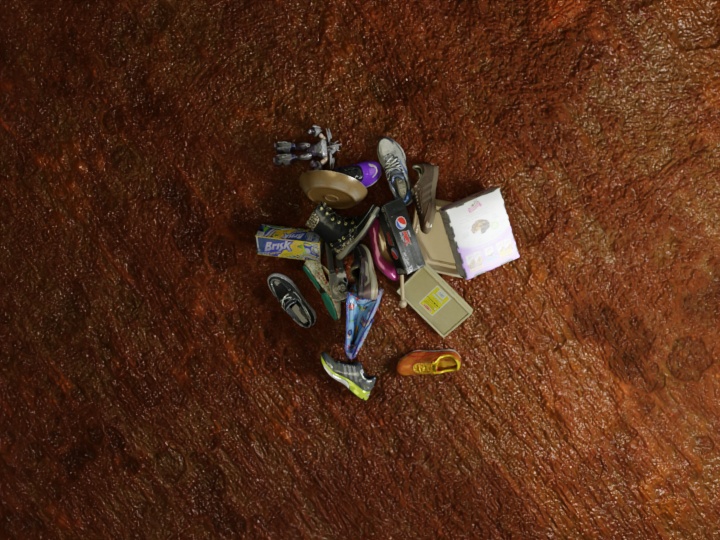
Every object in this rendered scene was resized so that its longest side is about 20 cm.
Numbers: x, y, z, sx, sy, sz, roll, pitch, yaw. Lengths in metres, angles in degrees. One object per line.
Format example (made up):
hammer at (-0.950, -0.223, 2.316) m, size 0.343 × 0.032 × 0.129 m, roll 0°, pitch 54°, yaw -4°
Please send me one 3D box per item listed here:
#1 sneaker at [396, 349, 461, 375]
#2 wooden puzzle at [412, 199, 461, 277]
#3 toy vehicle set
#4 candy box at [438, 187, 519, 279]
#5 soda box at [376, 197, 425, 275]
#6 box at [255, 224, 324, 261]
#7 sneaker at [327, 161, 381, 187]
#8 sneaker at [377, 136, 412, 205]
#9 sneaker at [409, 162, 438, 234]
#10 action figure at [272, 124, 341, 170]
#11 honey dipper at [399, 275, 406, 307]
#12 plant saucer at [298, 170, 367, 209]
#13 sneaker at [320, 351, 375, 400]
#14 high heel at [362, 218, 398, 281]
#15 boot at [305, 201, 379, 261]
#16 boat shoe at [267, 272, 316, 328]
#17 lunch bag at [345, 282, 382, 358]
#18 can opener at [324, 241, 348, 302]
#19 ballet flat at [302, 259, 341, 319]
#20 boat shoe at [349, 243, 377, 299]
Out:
sneaker at (0.200, 0.275, 1.604) m, size 0.195 × 0.077 × 0.075 m, roll -14°, pitch 99°, yaw 12°
wooden puzzle at (0.234, -0.097, 1.558) m, size 0.180 × 0.037 × 0.206 m, roll 11°, pitch 97°, yaw 7°
toy vehicle set at (0.214, 0.087, 1.569) m, size 0.200 × 0.027 × 0.124 m, roll 44°, pitch 122°, yaw -3°
candy box at (0.327, -0.104, 1.492) m, size 0.164 × 0.072 × 0.205 m, roll -21°, pitch 102°, yaw -4°
soda box at (0.110, -0.094, 1.505) m, size 0.069 × 0.063 × 0.205 m, roll -23°, pitch 98°, yaw -24°
box at (-0.208, -0.082, 1.600) m, size 0.194 × 0.065 × 0.071 m, roll 7°, pitch 129°, yaw 8°
sneaker at (-0.037, -0.262, 1.532) m, size 0.195 × 0.099 × 0.072 m, roll -12°, pitch 94°, yaw 13°
sneaker at (0.101, -0.280, 1.518) m, size 0.075 × 0.085 × 0.204 m, roll -22°, pitch 95°, yaw 12°
sneaker at (0.169, -0.201, 1.504) m, size 0.073 × 0.071 × 0.206 m, roll 9°, pitch 72°, yaw -7°
action figure at (-0.150, -0.342, 1.550) m, size 0.194 × 0.069 × 0.134 m, roll -7°, pitch 75°, yaw 6°
honey dipper at (0.120, 0.004, 1.556) m, size 0.037 × 0.038 × 0.206 m, roll -5°, pitch 80°, yaw 9°
plant saucer at (-0.079, -0.215, 1.501) m, size 0.194 × 0.201 × 0.036 m, roll 8°, pitch 75°, yaw 7°
sneaker at (-0.038, 0.305, 1.656) m, size 0.198 × 0.074 × 0.082 m, roll 37°, pitch 94°, yaw -5°
high heel at (0.071, -0.071, 1.565) m, size 0.095 × 0.067 × 0.202 m, roll -37°, pitch 89°, yaw 24°
boot at (-0.053, -0.141, 1.503) m, size 0.153 × 0.074 × 0.204 m, roll 41°, pitch 124°, yaw -2°
boat shoe at (-0.213, 0.093, 1.640) m, size 0.071 × 0.068 × 0.201 m, roll -38°, pitch 92°, yaw 13°
lunch bag at (-0.006, 0.153, 1.575) m, size 0.091 × 0.151 × 0.206 m, roll 14°, pitch 102°, yaw 6°
can opener at (-0.070, -0.008, 1.602) m, size 0.052 × 0.067 × 0.206 m, roll -9°, pitch 78°, yaw 6°
ballet flat at (-0.099, 0.049, 1.619) m, size 0.063 × 0.075 × 0.203 m, roll -33°, pitch 100°, yaw -21°
boat shoe at (0.000, 0.000, 1.512) m, size 0.063 × 0.203 × 0.073 m, roll 0°, pitch 136°, yaw -17°
